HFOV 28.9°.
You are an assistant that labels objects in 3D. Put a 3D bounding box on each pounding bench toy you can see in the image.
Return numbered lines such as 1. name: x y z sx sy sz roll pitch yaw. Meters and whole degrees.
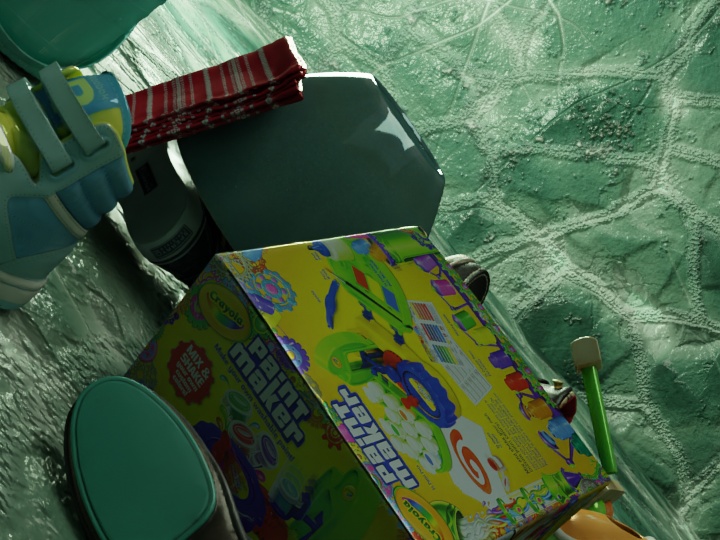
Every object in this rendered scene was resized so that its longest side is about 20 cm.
1. pounding bench toy: 0.198 0.183 1.375 0.157 0.200 0.124 52 9 19

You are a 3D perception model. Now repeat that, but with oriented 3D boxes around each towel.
1. towel: -0.132 -0.114 0.951 0.145 0.197 0.023 -106 179 -70

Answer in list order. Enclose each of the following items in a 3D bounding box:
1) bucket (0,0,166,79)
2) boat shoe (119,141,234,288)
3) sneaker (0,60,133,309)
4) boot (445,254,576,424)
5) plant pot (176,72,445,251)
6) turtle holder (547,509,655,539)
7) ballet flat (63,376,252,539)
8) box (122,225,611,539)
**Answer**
1. bucket: -0.253 -0.258 1.111 0.208 0.135 0.207 48 9 -10
2. boat shoe: -0.138 -0.052 1.046 0.091 0.070 0.201 50 11 -39
3. sneaker: -0.187 -0.067 0.666 0.080 0.130 0.200 56 11 29
4. boot: 0.080 0.073 0.971 0.149 0.074 0.200 21 38 25
5. plant pot: -0.018 -0.062 0.998 0.201 0.134 0.200 53 10 -13
6. turtle holder: 0.161 0.263 1.002 0.141 0.130 0.188 81 -3 -68
7. ballet flat: -0.075 0.137 0.639 0.200 0.073 0.073 49 7 30
8. box: 0.003 0.094 0.794 0.192 0.122 0.201 -9 57 -53
